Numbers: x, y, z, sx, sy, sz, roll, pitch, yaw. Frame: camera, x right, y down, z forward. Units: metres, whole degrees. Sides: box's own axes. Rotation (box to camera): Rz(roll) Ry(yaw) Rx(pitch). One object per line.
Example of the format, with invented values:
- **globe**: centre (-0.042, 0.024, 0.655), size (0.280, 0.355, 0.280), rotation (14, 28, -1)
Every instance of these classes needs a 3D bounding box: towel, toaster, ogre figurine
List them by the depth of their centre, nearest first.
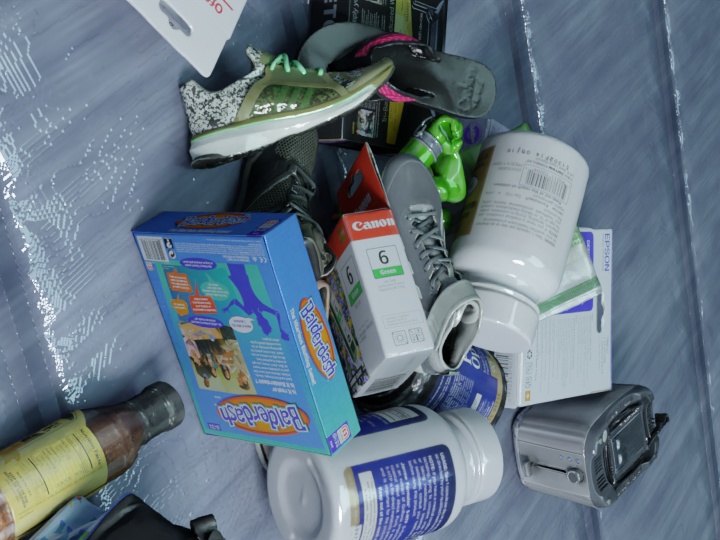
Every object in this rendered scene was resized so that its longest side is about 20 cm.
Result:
- **ogre figurine**: centre (0.043, -0.051, 1.230), size (0.120, 0.200, 0.098), rotation (-29, 73, -36)
- **towel**: centre (0.155, -0.039, 1.335), size (0.149, 0.031, 0.201), rotation (-24, 88, -12)
- **toaster**: centre (0.274, 0.201, 1.522), size (0.200, 0.129, 0.114), rotation (-31, 117, -46)

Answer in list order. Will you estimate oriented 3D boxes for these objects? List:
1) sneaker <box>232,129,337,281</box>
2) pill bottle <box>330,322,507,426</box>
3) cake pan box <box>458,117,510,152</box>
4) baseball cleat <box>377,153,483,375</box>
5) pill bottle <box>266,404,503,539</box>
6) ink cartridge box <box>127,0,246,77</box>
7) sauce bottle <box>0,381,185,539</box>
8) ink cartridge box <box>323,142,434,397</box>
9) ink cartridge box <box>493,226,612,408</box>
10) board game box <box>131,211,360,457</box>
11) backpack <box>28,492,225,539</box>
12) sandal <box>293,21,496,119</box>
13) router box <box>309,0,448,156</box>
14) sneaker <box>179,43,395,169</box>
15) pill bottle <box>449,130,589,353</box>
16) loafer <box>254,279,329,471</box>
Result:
- **sneaker**: centre (-0.058, -0.051, 1.104), size (0.076, 0.114, 0.200), rotation (49, 54, -43)
- **pill bottle**: centre (0.053, 0.102, 1.252), size (0.200, 0.112, 0.112), rotation (29, 70, -49)
- **cake pan box**: centre (0.163, -0.061, 1.429), size (0.184, 0.052, 0.201), rotation (18, 79, -53)
- **baseball cleat**: centre (0.068, -0.006, 1.121), size (0.070, 0.106, 0.201), rotation (-12, 98, -32)
- **pill bottle**: centre (0.027, 0.186, 1.142), size (0.199, 0.120, 0.120), rotation (-8, 99, -34)
- **ink cartridge box**: centre (-0.141, -0.266, 1.019), size (0.116, 0.067, 0.201), rotation (44, 59, -44)
- **sauce bottle**: centre (-0.217, 0.143, 0.956), size (0.200, 0.066, 0.066), rotation (-28, 114, -49)
- **ink cartridge box**: centre (0.000, 0.000, 1.116), size (0.050, 0.109, 0.201), rotation (-10, 70, -21)
- **ink cartridge box**: centre (0.223, 0.049, 1.437), size (0.200, 0.043, 0.199), rotation (-1, 92, -48)
- **board game box**: centre (-0.094, 0.050, 1.034), size (0.045, 0.152, 0.201), rotation (-38, 122, -44)
- **backpack**: centre (-0.189, 0.275, 0.920), size (0.183, 0.147, 0.200), rotation (-51, 153, -34)
- **sandal**: centre (0.038, -0.185, 1.150), size (0.199, 0.045, 0.075), rotation (8, 87, -17)
- **router box**: centre (0.018, -0.217, 1.234), size (0.157, 0.052, 0.201), rotation (5, 89, -51)
- **sneaker**: centre (-0.065, -0.158, 1.073), size (0.199, 0.077, 0.089), rotation (-23, 96, -15)
- **pill bottle**: centre (0.150, -0.027, 1.243), size (0.114, 0.114, 0.201), rotation (39, 61, -45)
- **loafer**: centre (-0.058, 0.098, 1.144), size (0.072, 0.063, 0.201), rotation (-16, 109, -52)
